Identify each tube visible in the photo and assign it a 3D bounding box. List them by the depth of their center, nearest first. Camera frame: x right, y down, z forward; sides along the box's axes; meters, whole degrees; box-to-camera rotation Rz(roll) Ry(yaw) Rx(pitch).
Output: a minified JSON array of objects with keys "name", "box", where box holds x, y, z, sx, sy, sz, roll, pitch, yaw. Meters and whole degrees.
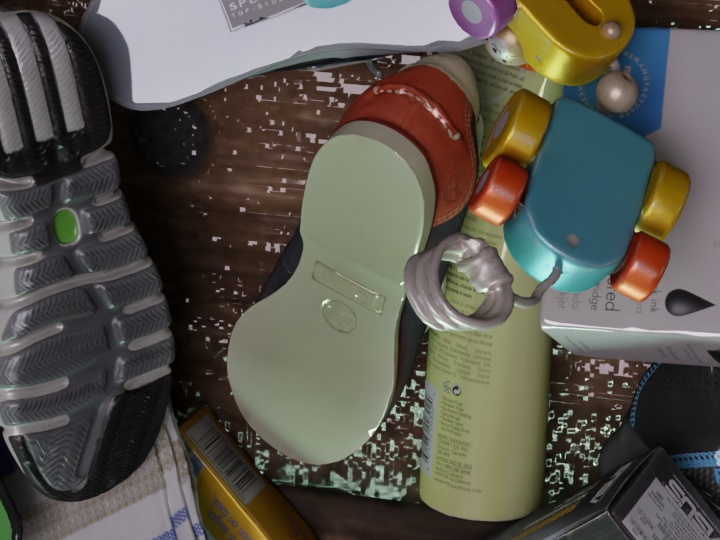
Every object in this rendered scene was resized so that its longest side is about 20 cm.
[{"name":"tube","box":[0.054,-0.004,1.001,0.058,0.052,0.202,7,106,18]}]

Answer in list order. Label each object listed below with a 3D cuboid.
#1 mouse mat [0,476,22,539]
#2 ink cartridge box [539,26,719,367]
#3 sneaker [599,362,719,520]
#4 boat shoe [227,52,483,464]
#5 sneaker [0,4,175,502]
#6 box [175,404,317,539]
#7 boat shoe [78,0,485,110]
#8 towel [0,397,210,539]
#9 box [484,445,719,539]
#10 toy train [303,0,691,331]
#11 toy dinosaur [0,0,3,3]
[{"name":"mouse mat","box":[-0.231,0.072,1.077,0.161,0.008,0.201,-39,68,26]},{"name":"ink cartridge box","box":[0.172,-0.023,0.934,0.198,0.068,0.117,3,80,15]},{"name":"sneaker","box":[0.191,0.092,0.975,0.199,0.073,0.082,28,108,7]},{"name":"boat shoe","box":[0.000,0.000,0.995,0.071,0.063,0.201,28,138,9]},{"name":"sneaker","box":[-0.130,-0.017,1.019,0.075,0.115,0.201,-13,114,-21]},{"name":"box","box":[-0.102,0.165,1.097,0.200,0.041,0.119,-41,90,19]},{"name":"boat shoe","box":[-0.008,-0.107,0.985,0.198,0.068,0.074,-20,97,14]},{"name":"towel","box":[-0.114,0.134,1.051,0.146,0.024,0.201,-27,72,27]},{"name":"box","box":[0.116,0.182,0.996,0.200,0.048,0.158,52,134,-5]},{"name":"toy train","box":[0.030,-0.065,0.894,0.056,0.149,0.201,-50,55,56]},{"name":"toy dinosaur","box":[-0.235,-0.116,1.055,0.198,0.102,0.137,-12,116,1]}]
